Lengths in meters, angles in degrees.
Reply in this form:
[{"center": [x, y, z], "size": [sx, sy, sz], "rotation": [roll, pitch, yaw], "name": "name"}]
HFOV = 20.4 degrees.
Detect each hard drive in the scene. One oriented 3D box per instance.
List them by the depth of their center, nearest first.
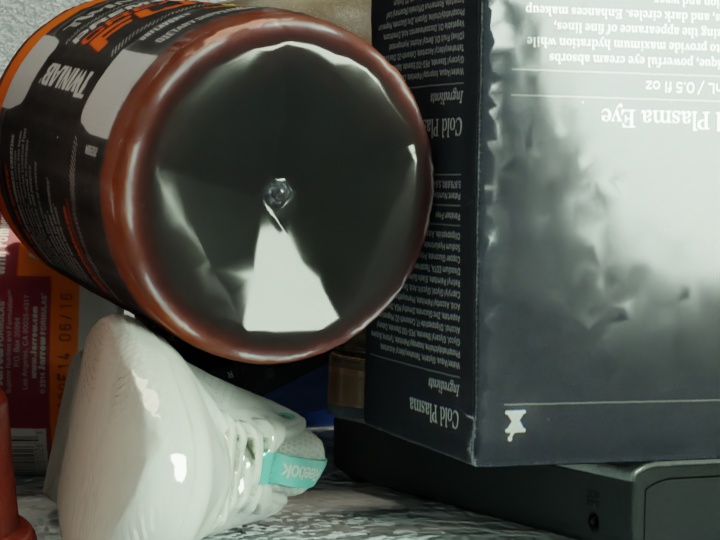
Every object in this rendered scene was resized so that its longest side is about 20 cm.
[{"center": [0.096, 0.071, 0.741], "size": [0.139, 0.033, 0.200], "rotation": [-1, 2, -29], "name": "hard drive"}]

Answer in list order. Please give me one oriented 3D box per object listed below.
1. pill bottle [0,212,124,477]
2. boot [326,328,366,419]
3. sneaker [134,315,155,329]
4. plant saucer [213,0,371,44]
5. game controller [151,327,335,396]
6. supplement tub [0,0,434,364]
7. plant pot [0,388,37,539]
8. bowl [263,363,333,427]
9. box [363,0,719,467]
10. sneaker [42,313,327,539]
[{"center": [-0.194, 0.026, 0.786], "size": [0.198, 0.111, 0.110], "rotation": [1, 2, -5], "name": "pill bottle"}, {"center": [0.082, 0.005, 0.749], "size": [0.198, 0.098, 0.075], "rotation": [-1, 3, -27], "name": "boot"}, {"center": [-0.036, -0.003, 0.947], "size": [0.199, 0.088, 0.074], "rotation": [-32, -54, 26], "name": "sneaker"}, {"center": [0.005, -0.082, 0.877], "size": [0.198, 0.035, 0.201], "rotation": [2, 24, -1], "name": "plant saucer"}, {"center": [0.000, 0.000, 0.819], "size": [0.199, 0.042, 0.104], "rotation": [-26, 20, -17], "name": "game controller"}, {"center": [-0.063, -0.038, 0.670], "size": [0.106, 0.108, 0.200], "rotation": [0, 9, -27], "name": "supplement tub"}, {"center": [-0.197, -0.011, 0.612], "size": [0.199, 0.197, 0.201], "rotation": [1, 2, 0], "name": "plant pot"}, {"center": [0.044, 0.042, 0.911], "size": [0.199, 0.040, 0.201], "rotation": [-6, -7, -1], "name": "bowl"}, {"center": [0.109, -0.034, 0.664], "size": [0.198, 0.184, 0.104], "rotation": [1, 2, -19], "name": "box"}, {"center": [-0.051, 0.058, 0.641], "size": [0.088, 0.076, 0.200], "rotation": [13, -1, -11], "name": "sneaker"}]
